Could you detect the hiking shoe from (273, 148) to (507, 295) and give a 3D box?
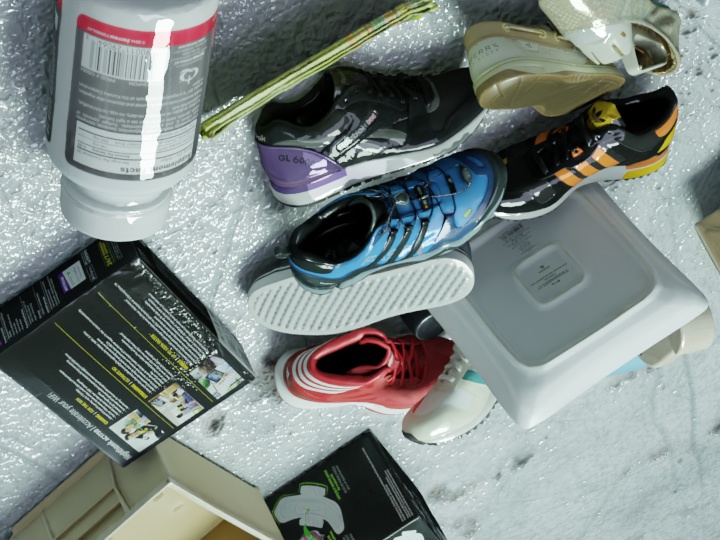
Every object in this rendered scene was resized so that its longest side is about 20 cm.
[{"bbox_3d":[0.031,-0.040,1.160,0.199,0.075,0.087,-29,168,1],"label":"hiking shoe"}]

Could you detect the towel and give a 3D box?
[{"bbox_3d":[-0.034,-0.153,1.086,0.199,0.086,0.018,-31,95,-6],"label":"towel"}]

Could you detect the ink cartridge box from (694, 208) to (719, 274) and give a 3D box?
[{"bbox_3d":[0.445,-0.046,1.414,0.199,0.075,0.165,-31,157,12],"label":"ink cartridge box"}]

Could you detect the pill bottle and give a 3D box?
[{"bbox_3d":[-0.165,-0.123,1.010,0.110,0.111,0.201,-6,131,-26],"label":"pill bottle"}]

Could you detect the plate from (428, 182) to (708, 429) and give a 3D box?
[{"bbox_3d":[0.166,0.010,1.249,0.199,0.200,0.032,-33,146,-7],"label":"plate"}]

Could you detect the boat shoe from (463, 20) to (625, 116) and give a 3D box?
[{"bbox_3d":[0.154,-0.172,1.178,0.074,0.067,0.199,-30,165,32],"label":"boat shoe"}]

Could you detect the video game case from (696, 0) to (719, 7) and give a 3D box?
[{"bbox_3d":[0.392,-0.322,1.224,0.181,0.022,0.201,-7,131,-25],"label":"video game case"}]

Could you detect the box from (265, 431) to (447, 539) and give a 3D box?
[{"bbox_3d":[-0.020,0.294,1.463,0.199,0.125,0.149,-33,137,1],"label":"box"}]

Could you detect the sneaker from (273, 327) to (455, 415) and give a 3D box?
[{"bbox_3d":[0.031,0.092,1.309,0.199,0.079,0.115,-8,173,-26],"label":"sneaker"}]

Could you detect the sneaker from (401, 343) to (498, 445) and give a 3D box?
[{"bbox_3d":[0.105,0.074,1.307,0.199,0.070,0.094,-34,112,-20],"label":"sneaker"}]

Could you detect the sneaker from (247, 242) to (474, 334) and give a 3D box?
[{"bbox_3d":[0.000,0.000,1.253,0.198,0.080,0.079,-9,132,7],"label":"sneaker"}]

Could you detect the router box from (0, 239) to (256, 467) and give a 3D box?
[{"bbox_3d":[-0.200,0.068,1.206,0.149,0.051,0.200,-34,137,4],"label":"router box"}]

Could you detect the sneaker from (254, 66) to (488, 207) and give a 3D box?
[{"bbox_3d":[0.012,-0.127,1.142,0.199,0.076,0.088,-26,131,-8],"label":"sneaker"}]

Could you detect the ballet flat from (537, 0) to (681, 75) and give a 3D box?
[{"bbox_3d":[0.213,-0.194,1.162,0.067,0.063,0.199,-14,171,38],"label":"ballet flat"}]

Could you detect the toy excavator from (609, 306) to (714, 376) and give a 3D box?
[{"bbox_3d":[0.249,0.054,1.348,0.099,0.200,0.195,-11,134,-22],"label":"toy excavator"}]

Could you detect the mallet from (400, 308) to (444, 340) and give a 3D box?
[{"bbox_3d":[0.092,0.044,1.375,0.041,0.066,0.200,-43,151,16],"label":"mallet"}]

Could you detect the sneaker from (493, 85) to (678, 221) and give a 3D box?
[{"bbox_3d":[0.188,-0.112,1.246,0.199,0.070,0.090,-18,149,-18],"label":"sneaker"}]

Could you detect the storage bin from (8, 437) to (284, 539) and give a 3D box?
[{"bbox_3d":[-0.203,0.265,1.353,0.198,0.094,0.200,-41,137,9],"label":"storage bin"}]
